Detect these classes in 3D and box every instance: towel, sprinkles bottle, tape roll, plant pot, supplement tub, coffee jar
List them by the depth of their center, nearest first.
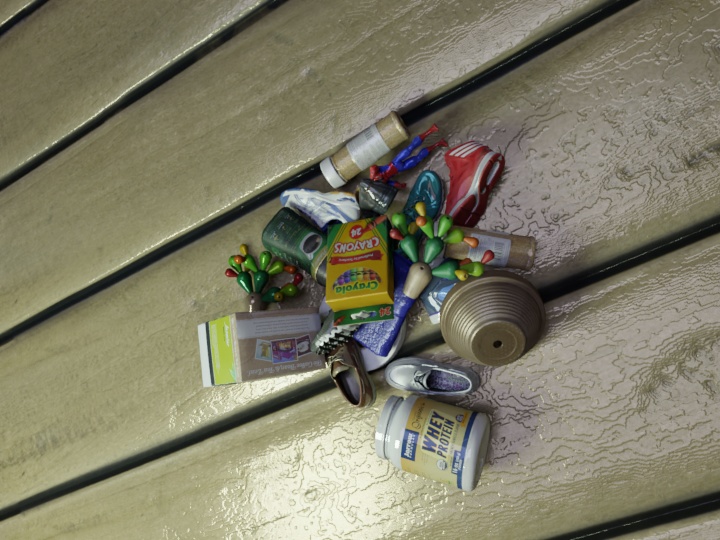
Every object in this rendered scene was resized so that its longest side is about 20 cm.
[{"bbox_3d":[0.246,0.109,1.104,0.197,0.093,0.204,2,120,4],"label":"plant pot"},{"bbox_3d":[0.139,0.326,1.157,0.197,0.144,0.147,10,90,22],"label":"supplement tub"},{"bbox_3d":[0.235,-0.047,1.161,0.196,0.068,0.070,9,89,5],"label":"sprinkles bottle"},{"bbox_3d":[0.041,0.056,1.217,0.147,0.049,0.202,34,111,26],"label":"towel"},{"bbox_3d":[0.001,0.116,1.287,0.199,0.037,0.207,-1,86,21],"label":"tape roll"},{"bbox_3d":[0.009,-0.259,1.288,0.198,0.068,0.069,-33,75,16],"label":"sprinkles bottle"},{"bbox_3d":[-0.112,-0.047,1.297,0.198,0.086,0.105,33,73,20],"label":"coffee jar"}]

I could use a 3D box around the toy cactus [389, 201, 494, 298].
[{"bbox_3d":[0.129,-0.023,1.098,0.198,0.102,0.167,29,106,5],"label":"toy cactus"}]

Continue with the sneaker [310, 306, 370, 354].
[{"bbox_3d":[-0.034,0.080,1.192,0.200,0.066,0.091,-44,61,11],"label":"sneaker"}]

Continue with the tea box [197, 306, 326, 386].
[{"bbox_3d":[-0.207,0.159,1.243,0.195,0.197,0.136,-17,78,51],"label":"tea box"}]

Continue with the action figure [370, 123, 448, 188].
[{"bbox_3d":[0.088,-0.214,1.234,0.198,0.100,0.065,-32,117,15],"label":"action figure"}]

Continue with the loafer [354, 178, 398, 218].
[{"bbox_3d":[0.023,-0.148,1.215,0.072,0.200,0.073,32,79,-4],"label":"loafer"}]

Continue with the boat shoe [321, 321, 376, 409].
[{"bbox_3d":[-0.033,0.193,1.236,0.075,0.072,0.202,-37,74,15],"label":"boat shoe"}]

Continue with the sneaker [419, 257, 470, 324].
[{"bbox_3d":[0.201,0.009,1.190,0.198,0.080,0.149,-24,82,24],"label":"sneaker"}]

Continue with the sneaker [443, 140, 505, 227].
[{"bbox_3d":[0.204,-0.169,1.224,0.202,0.078,0.116,-57,46,16],"label":"sneaker"}]

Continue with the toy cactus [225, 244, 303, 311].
[{"bbox_3d":[-0.231,0.039,1.357,0.197,0.102,0.168,20,103,13],"label":"toy cactus"}]

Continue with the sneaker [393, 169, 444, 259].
[{"bbox_3d":[0.113,-0.112,1.237,0.077,0.079,0.203,23,94,21],"label":"sneaker"}]

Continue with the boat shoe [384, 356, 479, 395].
[{"bbox_3d":[0.137,0.219,1.206,0.197,0.068,0.073,9,89,22],"label":"boat shoe"}]

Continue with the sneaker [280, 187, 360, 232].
[{"bbox_3d":[-0.094,-0.131,1.324,0.197,0.075,0.090,7,89,23],"label":"sneaker"}]

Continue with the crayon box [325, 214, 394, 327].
[{"bbox_3d":[0.000,0.000,1.140,0.125,0.051,0.203,-9,61,16],"label":"crayon box"}]
